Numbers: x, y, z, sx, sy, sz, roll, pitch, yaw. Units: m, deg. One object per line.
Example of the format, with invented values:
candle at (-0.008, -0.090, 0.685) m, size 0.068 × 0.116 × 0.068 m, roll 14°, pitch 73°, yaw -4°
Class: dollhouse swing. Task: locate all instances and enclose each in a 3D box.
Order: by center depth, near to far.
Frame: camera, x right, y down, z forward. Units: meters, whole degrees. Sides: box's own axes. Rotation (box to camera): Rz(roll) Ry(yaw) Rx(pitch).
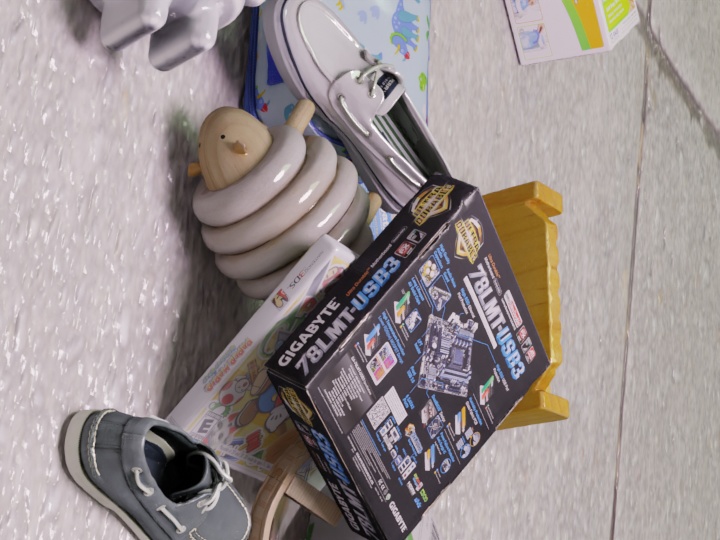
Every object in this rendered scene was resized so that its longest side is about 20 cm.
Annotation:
dollhouse swing at (0.167, 0.044, 1.792) m, size 0.175 × 0.181 × 0.202 m, roll 10°, pitch 74°, yaw -40°

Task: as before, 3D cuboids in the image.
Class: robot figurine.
robot figurine at (-0.129, -0.241, 1.341) m, size 0.169 × 0.112 × 0.202 m, roll 23°, pitch 63°, yaw -37°

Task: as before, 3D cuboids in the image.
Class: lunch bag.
lunch bag at (-0.019, -0.180, 1.551) m, size 0.160 × 0.082 × 0.202 m, roll 17°, pitch 69°, yaw -48°

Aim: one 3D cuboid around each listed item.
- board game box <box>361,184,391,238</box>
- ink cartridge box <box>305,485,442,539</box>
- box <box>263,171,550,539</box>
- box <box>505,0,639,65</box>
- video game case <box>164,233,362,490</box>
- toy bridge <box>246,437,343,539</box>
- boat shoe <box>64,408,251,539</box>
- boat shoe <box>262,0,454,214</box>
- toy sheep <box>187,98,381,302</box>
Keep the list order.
board game box at (0.000, 0.000, 1.630) m, size 0.103 × 0.019 × 0.202 m, roll -3°, pitch 87°, yaw -60°
ink cartridge box at (0.028, 0.272, 1.526) m, size 0.146 × 0.084 × 0.201 m, roll -76°, pitch 150°, yaw -61°
box at (0.039, 0.068, 1.401) m, size 0.199 × 0.049 × 0.201 m, roll -50°, pitch 138°, yaw -22°
box at (0.201, -0.325, 1.986) m, size 0.112 × 0.101 × 0.202 m, roll -43°, pitch 122°, yaw -57°
video game case at (-0.032, 0.076, 1.427) m, size 0.182 × 0.023 × 0.200 m, roll -49°, pitch 146°, yaw 6°
toy bridge at (-0.040, 0.163, 1.425) m, size 0.067 × 0.027 × 0.201 m, roll 38°, pitch 78°, yaw -40°
boat shoe at (-0.121, 0.149, 1.327) m, size 0.200 × 0.061 × 0.073 m, roll 44°, pitch 47°, yaw -50°
boat shoe at (0.007, -0.132, 1.464) m, size 0.200 × 0.066 × 0.074 m, roll 52°, pitch 51°, yaw -24°
toy sheep at (-0.050, -0.037, 1.430) m, size 0.200 × 0.137 × 0.138 m, roll 50°, pitch 40°, yaw -19°
